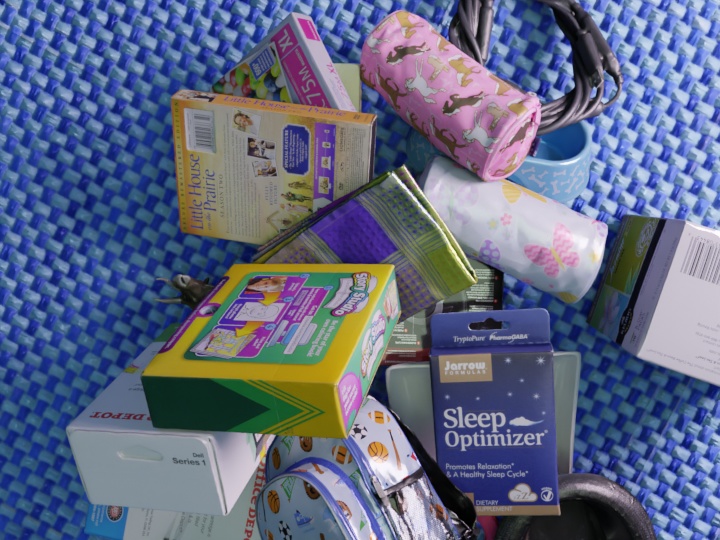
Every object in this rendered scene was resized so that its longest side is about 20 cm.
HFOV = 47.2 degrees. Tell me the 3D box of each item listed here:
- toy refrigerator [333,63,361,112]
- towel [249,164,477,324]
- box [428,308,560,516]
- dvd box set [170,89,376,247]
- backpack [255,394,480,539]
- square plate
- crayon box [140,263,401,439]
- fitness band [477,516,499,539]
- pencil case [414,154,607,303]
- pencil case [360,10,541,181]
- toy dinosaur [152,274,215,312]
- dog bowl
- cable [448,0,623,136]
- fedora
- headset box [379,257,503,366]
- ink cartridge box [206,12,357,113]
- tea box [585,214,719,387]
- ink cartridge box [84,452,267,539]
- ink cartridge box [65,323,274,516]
[{"bbox_3d":[-0.028,-0.113,0.881,0.068,0.076,0.204,1,93,1],"label":"toy refrigerator"},{"bbox_3d":[0.000,0.000,0.803,0.198,0.023,0.144,-28,108,30],"label":"towel"},{"bbox_3d":[0.130,0.141,0.804,0.119,0.032,0.204,-3,100,10],"label":"box"},{"bbox_3d":[-0.085,-0.092,0.806,0.196,0.030,0.149,8,121,9],"label":"dvd box set"},{"bbox_3d":[-0.016,0.228,0.799,0.199,0.153,0.193,-38,68,37],"label":"backpack"},{"bbox_3d":[0.131,0.164,0.883,0.196,0.029,0.201,-4,125,3],"label":"square plate"},{"bbox_3d":[-0.068,0.062,0.726,0.169,0.201,0.059,1,117,16],"label":"crayon box"},{"bbox_3d":[0.058,0.289,0.908,0.196,0.038,0.146,8,111,2],"label":"fitness band"},{"bbox_3d":[0.139,-0.039,0.805,0.197,0.083,0.092,21,112,0],"label":"pencil case"},{"bbox_3d":[0.084,-0.172,0.796,0.086,0.084,0.200,-29,57,-31],"label":"pencil case"},{"bbox_3d":[-0.132,0.076,0.908,0.101,0.077,0.203,-18,107,22],"label":"toy dinosaur"},{"bbox_3d":[0.147,-0.135,0.857,0.196,0.050,0.113,10,53,2],"label":"dog bowl"},{"bbox_3d":[0.169,-0.231,0.857,0.161,0.051,0.203,-24,76,-8],"label":"cable"},{"bbox_3d":[0.223,0.300,0.893,0.196,0.092,0.205,0,103,0],"label":"fedora"},{"bbox_3d":[0.077,0.019,0.887,0.146,0.077,0.204,1,95,1],"label":"headset box"},{"bbox_3d":[-0.104,-0.152,0.847,0.199,0.042,0.121,-34,76,31],"label":"ink cartridge box"},{"bbox_3d":[0.358,0.039,0.822,0.197,0.197,0.136,19,95,-1],"label":"tea box"},{"bbox_3d":[-0.183,0.226,0.903,0.196,0.084,0.149,13,93,0],"label":"ink cartridge box"},{"bbox_3d":[-0.157,0.132,0.782,0.142,0.200,0.085,-1,114,17],"label":"ink cartridge box"}]
